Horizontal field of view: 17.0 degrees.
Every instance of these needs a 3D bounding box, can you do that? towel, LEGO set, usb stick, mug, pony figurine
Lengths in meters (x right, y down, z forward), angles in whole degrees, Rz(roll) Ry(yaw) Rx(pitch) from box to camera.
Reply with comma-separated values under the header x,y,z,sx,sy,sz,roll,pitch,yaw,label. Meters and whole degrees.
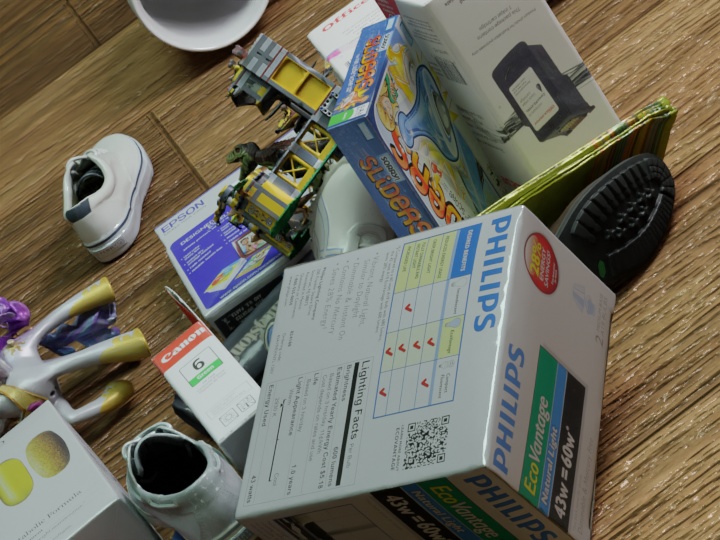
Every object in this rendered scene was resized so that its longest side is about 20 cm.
x,y,z,sx,sy,sz,roll,pitch,yaw,label
0.146,-0.050,1.733,0.200,0.086,0.018,-32,62,-21,towel
-0.071,-0.099,1.863,0.154,0.116,0.200,-55,-8,5,LEGO set
-0.068,0.048,1.893,0.055,0.033,0.200,31,67,29,usb stick
-0.152,-0.317,2.484,0.200,0.148,0.175,-7,17,-10,mug
-0.287,0.080,2.003,0.200,0.167,0.193,-24,33,-11,pony figurine

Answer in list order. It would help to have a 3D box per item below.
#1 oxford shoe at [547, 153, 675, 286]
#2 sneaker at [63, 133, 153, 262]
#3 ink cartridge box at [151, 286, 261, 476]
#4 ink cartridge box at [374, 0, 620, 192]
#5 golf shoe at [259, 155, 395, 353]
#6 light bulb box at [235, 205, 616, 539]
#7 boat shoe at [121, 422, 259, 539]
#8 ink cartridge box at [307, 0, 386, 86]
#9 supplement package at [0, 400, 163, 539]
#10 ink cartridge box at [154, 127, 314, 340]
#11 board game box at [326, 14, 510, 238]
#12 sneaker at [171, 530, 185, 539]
x,y,z,sx,sy,sz,roll,pitch,yaw,label
0.147,-0.012,1.717,0.200,0.073,0.084,-44,21,-22,oxford shoe
-0.243,-0.088,2.275,0.073,0.071,0.200,-30,28,11,sneaker
-0.096,0.099,1.744,0.050,0.109,0.200,-40,36,-5,ink cartridge box
0.108,-0.150,1.822,0.084,0.200,0.145,-36,19,-6,ink cartridge box
0.000,0.000,1.803,0.097,0.078,0.200,44,121,49,golf shoe
0.045,0.088,1.562,0.200,0.125,0.198,-14,51,35,light bulb box
-0.123,0.136,1.630,0.070,0.072,0.201,-39,21,-11,boat shoe
0.054,-0.165,2.001,0.129,0.125,0.200,-35,26,1,ink cartridge box
-0.215,0.198,1.748,0.114,0.110,0.200,-39,27,-7,supplement package
-0.066,-0.043,2.033,0.198,0.043,0.200,-36,29,-1,ink cartridge box
0.051,-0.071,1.774,0.034,0.200,0.135,-19,32,27,board game box
-0.087,0.224,1.618,0.078,0.070,0.200,-17,37,21,sneaker
